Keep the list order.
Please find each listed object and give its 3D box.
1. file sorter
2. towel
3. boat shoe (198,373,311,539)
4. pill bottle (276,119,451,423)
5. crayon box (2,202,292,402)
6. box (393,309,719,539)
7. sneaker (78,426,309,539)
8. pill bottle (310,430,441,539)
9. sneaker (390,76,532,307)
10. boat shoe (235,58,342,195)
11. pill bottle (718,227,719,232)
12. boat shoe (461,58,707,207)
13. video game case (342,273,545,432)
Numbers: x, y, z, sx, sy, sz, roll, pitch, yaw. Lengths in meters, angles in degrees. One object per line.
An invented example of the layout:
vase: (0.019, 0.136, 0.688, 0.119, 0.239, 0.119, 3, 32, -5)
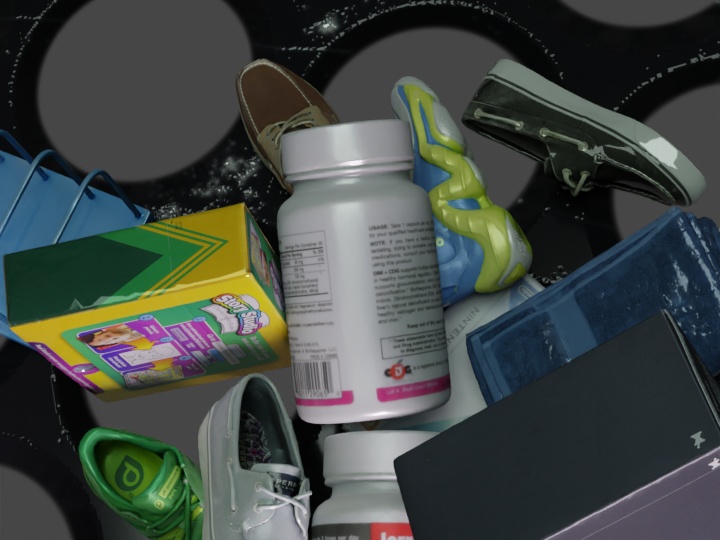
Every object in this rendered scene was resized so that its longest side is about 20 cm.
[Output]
file sorter: (-0.293, -0.036, 1.132, 0.198, 0.123, 0.140, 21, 76, 16)
towel: (0.171, 0.049, 0.995, 0.199, 0.048, 0.113, -32, 67, 25)
boat shoe: (-0.069, 0.156, 0.987, 0.069, 0.072, 0.202, 13, 40, -28)
pill bottle: (0.000, 0.000, 1.018, 0.112, 0.113, 0.203, -6, 91, 8)
crayon box: (-0.139, 0.029, 1.039, 0.170, 0.200, 0.059, -13, 69, 5)
box: (0.154, 0.151, 0.897, 0.198, 0.182, 0.105, -30, 47, 14)
sneaker: (-0.129, 0.177, 1.048, 0.198, 0.084, 0.075, 25, 76, 17)
pill bottle: (0.021, 0.215, 0.982, 0.112, 0.114, 0.203, -2, 77, 9)
sneaker: (0.046, -0.057, 1.100, 0.104, 0.076, 0.201, -32, 56, 6)
boat shoe: (-0.039, -0.094, 1.132, 0.075, 0.072, 0.201, -34, 69, -3)
pill bottle: (0.332, 0.038, 0.999, 0.198, 0.112, 0.112, 25, 77, 18)
boat shoe: (0.168, -0.090, 1.099, 0.199, 0.071, 0.064, 31, 78, 27)
video game case: (0.116, 0.114, 1.059, 0.200, 0.022, 0.182, 41, 83, 20)
